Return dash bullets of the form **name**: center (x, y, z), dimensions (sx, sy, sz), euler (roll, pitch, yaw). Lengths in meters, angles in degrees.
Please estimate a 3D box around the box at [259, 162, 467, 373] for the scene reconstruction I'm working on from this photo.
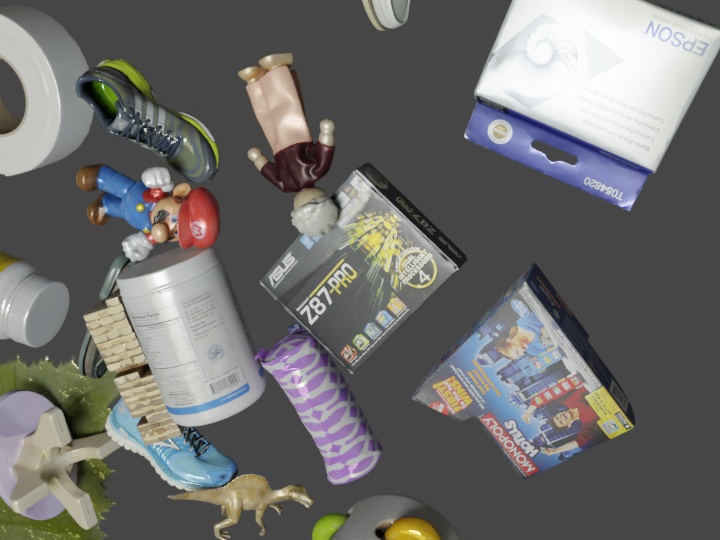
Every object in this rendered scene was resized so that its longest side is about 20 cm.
- **box**: center (0.000, 0.000, 1.005), dimensions (0.161, 0.049, 0.200), euler (46, 118, 4)

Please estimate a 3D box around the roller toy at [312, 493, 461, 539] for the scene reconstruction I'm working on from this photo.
- **roller toy**: center (0.038, 0.392, 1.093), dimensions (0.200, 0.140, 0.183), euler (-19, 103, 26)

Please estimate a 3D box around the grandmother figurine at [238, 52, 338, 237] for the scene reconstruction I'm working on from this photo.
- **grandmother figurine**: center (-0.071, -0.134, 0.951), dimensions (0.121, 0.061, 0.200), euler (-17, 90, 47)

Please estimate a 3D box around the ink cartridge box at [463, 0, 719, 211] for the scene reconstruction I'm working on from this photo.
- **ink cartridge box**: center (0.220, -0.179, 0.853), dimensions (0.199, 0.041, 0.200), euler (25, 117, 11)

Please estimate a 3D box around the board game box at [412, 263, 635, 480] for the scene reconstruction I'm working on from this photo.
- **board game box**: center (0.171, 0.128, 0.982), dimensions (0.200, 0.062, 0.200), euler (-34, 96, 30)

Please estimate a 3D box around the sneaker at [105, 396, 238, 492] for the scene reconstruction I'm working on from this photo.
- **sneaker**: center (-0.254, 0.227, 1.180), dimensions (0.200, 0.078, 0.090), euler (29, 113, 7)

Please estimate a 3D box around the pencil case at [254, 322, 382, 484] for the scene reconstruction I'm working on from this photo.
- **pencil case**: center (-0.050, 0.168, 1.070), dimensions (0.085, 0.084, 0.200), euler (-26, 100, 19)

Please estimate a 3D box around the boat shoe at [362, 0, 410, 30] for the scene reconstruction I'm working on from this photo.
- **boat shoe**: center (0.038, -0.337, 0.842), dimensions (0.068, 0.075, 0.200), euler (7, 112, 25)

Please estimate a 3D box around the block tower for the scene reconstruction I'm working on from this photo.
- **block tower**: center (-0.287, 0.122, 1.107), dimensions (0.058, 0.054, 0.200), euler (-17, 106, 6)

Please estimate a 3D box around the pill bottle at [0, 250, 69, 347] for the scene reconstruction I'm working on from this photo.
- **pill bottle**: center (-0.509, 0.026, 1.177), dimensions (0.200, 0.114, 0.114), euler (19, 116, 13)

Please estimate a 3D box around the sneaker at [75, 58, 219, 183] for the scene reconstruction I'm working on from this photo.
- **sneaker**: center (-0.255, -0.169, 1.019), dimensions (0.200, 0.081, 0.074), euler (38, 119, 3)

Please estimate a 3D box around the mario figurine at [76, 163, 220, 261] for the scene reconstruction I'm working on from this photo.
- **mario figurine**: center (-0.259, -0.068, 1.035), dimensions (0.200, 0.123, 0.106), euler (15, 78, 26)

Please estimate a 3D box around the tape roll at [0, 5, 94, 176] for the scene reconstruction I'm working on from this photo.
- **tape roll**: center (-0.435, -0.224, 1.075), dimensions (0.202, 0.071, 0.203), euler (7, 112, 18)

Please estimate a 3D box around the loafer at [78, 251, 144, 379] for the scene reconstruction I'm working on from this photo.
- **loafer**: center (-0.321, 0.072, 1.150), dimensions (0.063, 0.072, 0.200), euler (26, 116, 3)

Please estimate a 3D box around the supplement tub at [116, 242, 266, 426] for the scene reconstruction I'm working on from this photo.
- **supplement tub**: center (-0.206, 0.078, 1.070), dimensions (0.132, 0.132, 0.200), euler (-12, 104, 25)

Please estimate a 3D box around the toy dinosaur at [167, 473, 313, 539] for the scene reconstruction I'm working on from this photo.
- **toy dinosaur**: center (-0.169, 0.311, 1.167), dimensions (0.200, 0.058, 0.101), euler (5, 123, -21)

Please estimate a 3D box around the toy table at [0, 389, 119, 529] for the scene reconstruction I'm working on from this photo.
- **toy table**: center (-0.440, 0.271, 1.222), dimensions (0.117, 0.184, 0.200), euler (3, 124, 37)
